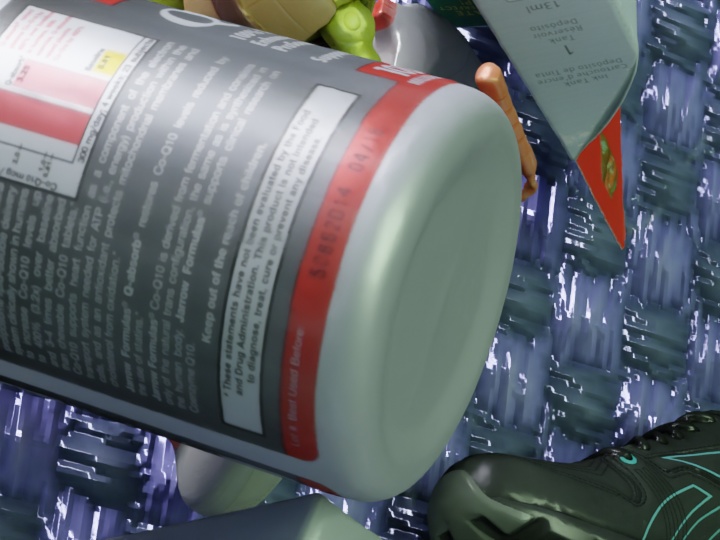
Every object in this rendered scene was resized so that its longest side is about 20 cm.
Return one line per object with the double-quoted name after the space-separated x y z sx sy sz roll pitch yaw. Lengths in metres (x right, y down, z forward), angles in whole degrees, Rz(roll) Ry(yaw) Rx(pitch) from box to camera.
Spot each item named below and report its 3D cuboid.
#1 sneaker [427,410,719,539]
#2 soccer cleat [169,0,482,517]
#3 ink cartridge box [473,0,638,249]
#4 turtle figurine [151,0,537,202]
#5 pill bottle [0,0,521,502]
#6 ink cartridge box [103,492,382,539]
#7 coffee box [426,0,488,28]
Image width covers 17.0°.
0.101 0.089 0.852 0.199 0.075 0.080 21 59 -37 "sneaker"
0.000 0.000 0.801 0.077 0.069 0.201 36 60 -25 "soccer cleat"
0.079 -0.124 0.798 0.200 0.057 0.164 46 40 -53 "ink cartridge box"
-0.040 -0.090 0.734 0.201 0.161 0.065 53 40 -17 "turtle figurine"
-0.065 -0.018 0.676 0.116 0.199 0.117 17 90 -71 "pill bottle"
-0.035 0.189 0.689 0.144 0.145 0.201 39 61 -20 "ink cartridge box"
0.022 -0.174 0.802 0.200 0.044 0.124 42 50 -61 "coffee box"
